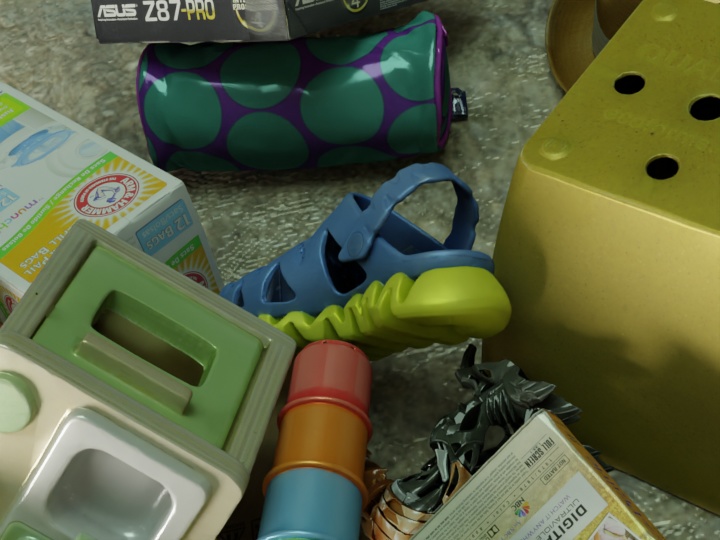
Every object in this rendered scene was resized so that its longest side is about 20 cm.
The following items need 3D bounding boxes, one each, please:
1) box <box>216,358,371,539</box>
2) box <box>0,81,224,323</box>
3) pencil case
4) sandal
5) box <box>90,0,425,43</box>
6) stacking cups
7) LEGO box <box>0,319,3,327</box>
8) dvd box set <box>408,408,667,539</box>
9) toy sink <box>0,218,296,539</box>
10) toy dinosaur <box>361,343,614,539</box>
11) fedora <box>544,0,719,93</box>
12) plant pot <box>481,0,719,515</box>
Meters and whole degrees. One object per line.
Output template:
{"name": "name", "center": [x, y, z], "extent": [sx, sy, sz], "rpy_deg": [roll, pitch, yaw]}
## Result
{"name": "box", "center": [-0.100, 0.102, 0.921], "extent": [0.199, 0.021, 0.164], "rpy_deg": [-14, 47, 4]}
{"name": "box", "center": [-0.183, -0.015, 0.976], "extent": [0.112, 0.102, 0.200], "rpy_deg": [-38, 43, -23]}
{"name": "pencil case", "center": [-0.038, -0.111, 1.048], "extent": [0.199, 0.085, 0.093], "rpy_deg": [-3, 62, 14]}
{"name": "sandal", "center": [0.000, 0.000, 0.872], "extent": [0.200, 0.079, 0.087], "rpy_deg": [-13, 71, 44]}
{"name": "box", "center": [-0.045, -0.182, 1.059], "extent": [0.161, 0.049, 0.200], "rpy_deg": [8, 22, 38]}
{"name": "stacking cups", "center": [-0.028, 0.118, 0.773], "extent": [0.060, 0.061, 0.200], "rpy_deg": [-6, 47, 11]}
{"name": "LEGO box", "center": [-0.301, 0.073, 0.910], "extent": [0.200, 0.077, 0.149], "rpy_deg": [-8, 37, 45]}
{"name": "dvd box set", "center": [0.094, 0.181, 0.726], "extent": [0.146, 0.029, 0.200], "rpy_deg": [-47, 60, 9]}
{"name": "toy sink", "center": [-0.121, 0.082, 0.775], "extent": [0.130, 0.112, 0.200], "rpy_deg": [30, 27, -5]}
{"name": "toy dinosaur", "center": [0.048, 0.115, 0.820], "extent": [0.200, 0.102, 0.136], "rpy_deg": [38, 82, 9]}
{"name": "fedora", "center": [0.204, -0.169, 1.028], "extent": [0.200, 0.082, 0.201], "rpy_deg": [-8, 47, 9]}
{"name": "plant pot", "center": [0.178, -0.019, 0.841], "extent": [0.200, 0.177, 0.200], "rpy_deg": [23, 60, 32]}
